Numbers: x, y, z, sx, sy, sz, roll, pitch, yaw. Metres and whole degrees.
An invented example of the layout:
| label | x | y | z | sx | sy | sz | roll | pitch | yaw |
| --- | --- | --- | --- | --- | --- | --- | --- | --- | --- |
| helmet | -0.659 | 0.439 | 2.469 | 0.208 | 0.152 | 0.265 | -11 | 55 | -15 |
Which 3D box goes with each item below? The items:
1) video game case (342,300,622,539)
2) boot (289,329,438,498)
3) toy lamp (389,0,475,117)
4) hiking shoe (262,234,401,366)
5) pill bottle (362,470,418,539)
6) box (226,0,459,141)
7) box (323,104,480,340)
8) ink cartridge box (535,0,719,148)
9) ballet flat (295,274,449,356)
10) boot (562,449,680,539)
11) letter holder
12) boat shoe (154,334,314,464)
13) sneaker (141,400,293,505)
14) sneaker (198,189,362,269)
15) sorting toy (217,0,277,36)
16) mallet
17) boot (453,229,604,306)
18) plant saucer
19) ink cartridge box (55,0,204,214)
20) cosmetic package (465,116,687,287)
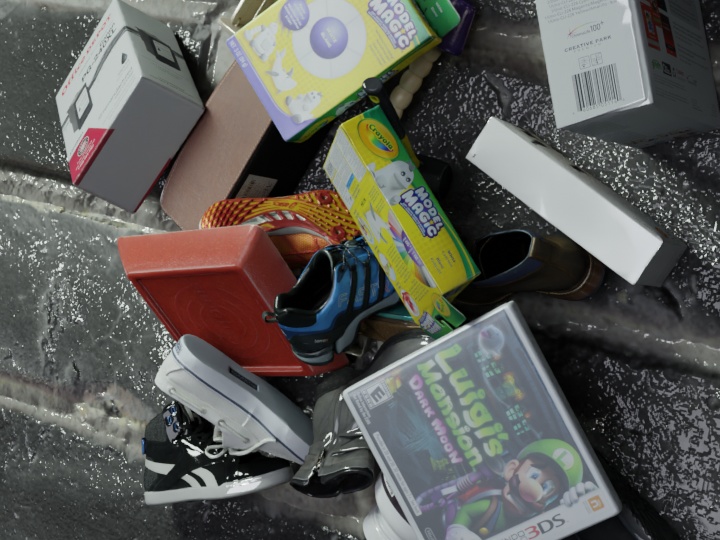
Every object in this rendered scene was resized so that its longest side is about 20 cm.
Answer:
| label | x | y | z | sx | sy | sz | roll | pitch | yaw |
| --- | --- | --- | --- | --- | --- | --- | --- | --- | --- |
| video game case | 0.103 | 0.156 | 1.091 | 0.181 | 0.023 | 0.202 | -29 | 87 | 22 |
| boot | 0.018 | 0.146 | 1.201 | 0.199 | 0.069 | 0.133 | -35 | 31 | 42 |
| toy lamp | 0.047 | -0.185 | 1.241 | 0.058 | 0.058 | 0.201 | 43 | 110 | 24 |
| hiking shoe | 0.000 | 0.000 | 1.190 | 0.200 | 0.087 | 0.074 | -48 | 48 | -11 |
| pill bottle | 0.089 | 0.191 | 1.174 | 0.112 | 0.112 | 0.201 | 45 | 111 | 23 |
| box | -0.015 | -0.224 | 1.174 | 0.199 | 0.048 | 0.118 | -34 | 85 | 15 |
| box | 0.041 | -0.037 | 1.120 | 0.048 | 0.117 | 0.202 | -27 | 82 | -15 |
| ink cartridge box | 0.224 | -0.204 | 1.048 | 0.083 | 0.199 | 0.178 | -12 | 83 | 31 |
| ballet flat | 0.009 | 0.055 | 1.260 | 0.198 | 0.068 | 0.073 | 10 | 114 | 31 |
| boot | 0.183 | 0.278 | 1.141 | 0.201 | 0.065 | 0.165 | -52 | 57 | 16 |
| letter holder | -0.134 | -0.144 | 1.326 | 0.142 | 0.100 | 0.201 | 42 | 110 | 27 |
| boat shoe | -0.127 | 0.157 | 1.284 | 0.201 | 0.075 | 0.086 | 37 | 105 | -17 |
| sneaker | -0.166 | 0.190 | 1.352 | 0.198 | 0.073 | 0.113 | -13 | 84 | 32 |
| sneaker | -0.066 | -0.035 | 1.273 | 0.197 | 0.078 | 0.074 | 2 | 53 | -3 |
| sorting toy | -0.013 | -0.274 | 1.237 | 0.180 | 0.106 | 0.201 | 44 | 108 | 30 |
| mallet | 0.028 | -0.126 | 1.173 | 0.065 | 0.200 | 0.042 | 12 | 71 | 28 |
| boot | 0.118 | -0.012 | 1.154 | 0.198 | 0.096 | 0.076 | -3 | 73 | 42 |
| plant saucer | -0.137 | 0.043 | 1.276 | 0.198 | 0.201 | 0.037 | -3 | 43 | 36 |
| ink cartridge box | -0.256 | -0.183 | 1.358 | 0.146 | 0.083 | 0.201 | -53 | 35 | 19 |
| cosmetic package | 0.196 | -0.063 | 1.132 | 0.200 | 0.082 | 0.051 | 40 | 109 | 25 |
